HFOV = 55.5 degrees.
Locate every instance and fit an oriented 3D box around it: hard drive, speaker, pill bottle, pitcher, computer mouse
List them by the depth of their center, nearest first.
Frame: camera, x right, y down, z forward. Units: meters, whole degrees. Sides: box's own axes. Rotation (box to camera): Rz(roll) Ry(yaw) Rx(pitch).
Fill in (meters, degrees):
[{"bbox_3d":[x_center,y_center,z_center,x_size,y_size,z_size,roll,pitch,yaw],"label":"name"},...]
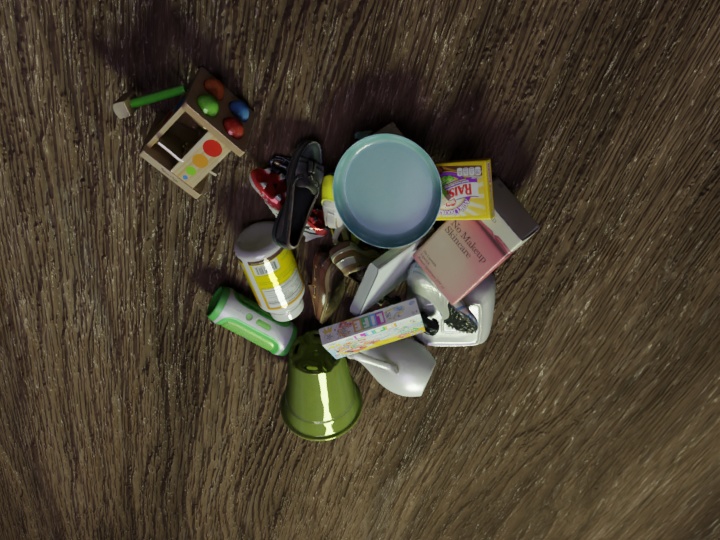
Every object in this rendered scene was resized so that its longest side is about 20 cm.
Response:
[{"bbox_3d":[-0.077,-0.172,1.285,0.194,0.035,0.059,13,133,-8],"label":"computer mouse"},{"bbox_3d":[0.064,-0.003,1.333,0.027,0.199,0.134,38,133,17],"label":"hard drive"},{"bbox_3d":[-0.179,0.007,1.401,0.106,0.111,0.203,-8,132,10],"label":"pill bottle"},{"bbox_3d":[0.058,0.197,1.485,0.196,0.171,0.124,26,102,9],"label":"pitcher"},{"bbox_3d":[-0.239,0.113,1.517,0.197,0.090,0.088,31,127,-23],"label":"speaker"}]

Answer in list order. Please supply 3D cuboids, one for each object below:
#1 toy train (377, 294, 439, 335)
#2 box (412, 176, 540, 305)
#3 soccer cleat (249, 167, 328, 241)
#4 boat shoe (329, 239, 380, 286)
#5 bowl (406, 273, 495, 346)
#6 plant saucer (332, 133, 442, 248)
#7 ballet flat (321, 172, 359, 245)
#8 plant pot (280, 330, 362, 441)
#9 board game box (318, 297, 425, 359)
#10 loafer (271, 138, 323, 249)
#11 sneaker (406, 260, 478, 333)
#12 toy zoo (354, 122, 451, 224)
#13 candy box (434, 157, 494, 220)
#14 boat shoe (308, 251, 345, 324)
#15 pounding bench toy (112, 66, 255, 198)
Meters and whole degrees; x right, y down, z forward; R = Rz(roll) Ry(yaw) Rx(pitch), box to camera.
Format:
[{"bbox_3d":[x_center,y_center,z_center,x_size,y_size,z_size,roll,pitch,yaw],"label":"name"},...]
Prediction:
[{"bbox_3d":[0.081,0.080,1.449,0.197,0.034,0.046,31,153,17],"label":"toy train"},{"bbox_3d":[0.216,-0.055,1.290,0.129,0.108,0.200,49,126,9],"label":"box"},{"bbox_3d":[-0.144,-0.120,1.311,0.084,0.070,0.198,-26,133,38],"label":"soccer cleat"},{"bbox_3d":[0.000,0.000,1.346,0.071,0.078,0.199,-32,162,18],"label":"boat shoe"},{"bbox_3d":[0.195,0.092,1.483,0.194,0.076,0.203,0,132,5],"label":"bowl"},{"bbox_3d":[0.048,-0.140,1.199,0.194,0.027,0.206,5,112,13],"label":"plant saucer"},{"bbox_3d":[-0.039,-0.096,1.294,0.065,0.068,0.202,17,153,20],"label":"ballet flat"},{"bbox_3d":[-0.094,0.245,1.545,0.194,0.203,0.193,1,135,3],"label":"plant pot"},{"bbox_3d":[0.026,0.118,1.349,0.195,0.035,0.135,-18,159,5],"label":"board game box"},{"bbox_3d":[-0.103,-0.135,1.234,0.070,0.063,0.205,14,95,-30],"label":"loafer"},{"bbox_3d":[0.173,0.052,1.378,0.200,0.073,0.071,43,145,-19],"label":"sneaker"},{"bbox_3d":[0.056,-0.169,1.231,0.131,0.020,0.201,-39,90,35],"label":"toy zoo"},{"bbox_3d":[0.143,-0.142,1.228,0.196,0.026,0.105,1,109,34],"label":"candy box"},{"bbox_3d":[-0.076,0.034,1.457,0.067,0.072,0.202,33,143,18],"label":"boat shoe"},{"bbox_3d":[-0.297,-0.261,1.155,0.155,0.126,0.199,-35,122,30],"label":"pounding bench toy"}]
